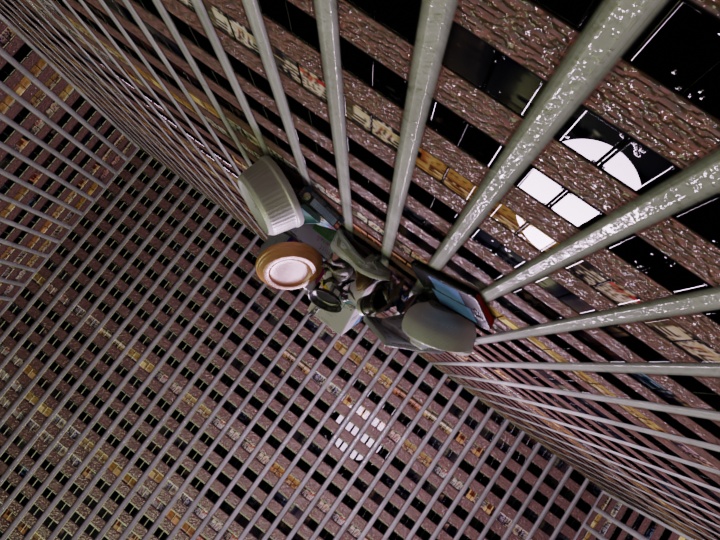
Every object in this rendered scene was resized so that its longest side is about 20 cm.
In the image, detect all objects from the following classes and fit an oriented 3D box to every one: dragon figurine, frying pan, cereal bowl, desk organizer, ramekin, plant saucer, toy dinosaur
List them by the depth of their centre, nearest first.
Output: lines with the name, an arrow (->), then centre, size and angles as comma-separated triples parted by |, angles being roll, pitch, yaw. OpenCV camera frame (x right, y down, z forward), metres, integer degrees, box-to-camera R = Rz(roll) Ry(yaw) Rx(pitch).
ramekin -> -0.233, -0.182, 1.297 | 0.203, 0.094, 0.203 | 53, 165, 21
cereal bowl -> 0.211, 0.133, 1.332 | 0.198, 0.084, 0.200 | 13, -164, -4
plant saucer -> -0.155, -0.153, 1.366 | 0.070, 0.019, 0.200 | 40, 171, -18
plant saucer -> -0.208, -0.004, 1.497 | 0.200, 0.199, 0.038 | 45, -155, -47
toy dinosaur -> -0.061, 0.001, 1.505 | 0.101, 0.077, 0.201 | 3, 135, 1
dragon figurine -> 0.101, 0.092, 1.515 | 0.058, 0.201, 0.100 | 8, 132, 20
frying pan -> -0.108, 0.109, 1.580 | 0.114, 0.031, 0.191 | 21, 149, 8
desk organizer -> 0.214, 0.158, 1.644 | 0.200, 0.072, 0.077 | 40, 174, -21

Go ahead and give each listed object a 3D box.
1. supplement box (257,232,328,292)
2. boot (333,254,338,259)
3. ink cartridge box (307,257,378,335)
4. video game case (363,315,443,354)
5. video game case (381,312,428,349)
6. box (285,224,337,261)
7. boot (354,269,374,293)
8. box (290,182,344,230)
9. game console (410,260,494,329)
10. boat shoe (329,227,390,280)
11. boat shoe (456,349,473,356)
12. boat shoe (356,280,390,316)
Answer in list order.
supplement box -> -0.210, -0.030, 1.605 | 0.103, 0.102, 0.200 | 29, 170, 45
boot -> -0.128, -0.070, 1.819 | 0.107, 0.075, 0.200 | 38, 175, 29
ink cartridge box -> -0.046, 0.073, 1.667 | 0.146, 0.201, 0.147 | 35, -156, 13
video game case -> 0.120, 0.185, 1.478 | 0.180, 0.022, 0.200 | 11, -170, -20
video game case -> 0.192, 0.160, 1.459 | 0.199, 0.023, 0.182 | -9, -158, -33
box -> -0.162, -0.119, 1.582 | 0.199, 0.097, 0.176 | 38, 171, -6
boot -> 0.000, 0.000, 1.486 | 0.076, 0.073, 0.200 | 49, -165, -18
box -> -0.140, -0.176, 1.373 | 0.136, 0.038, 0.200 | 41, 171, -29
game console -> 0.219, 0.061, 1.212 | 0.199, 0.031, 0.177 | 30, 170, 39
boat shoe -> 0.004, -0.042, 1.420 | 0.201, 0.065, 0.074 | 36, -157, 20
boat shoe -> 0.294, 0.207, 1.594 | 0.200, 0.071, 0.070 | 46, 174, -23
boat shoe -> 0.063, 0.082, 1.574 | 0.060, 0.201, 0.072 | -10, 106, 35
